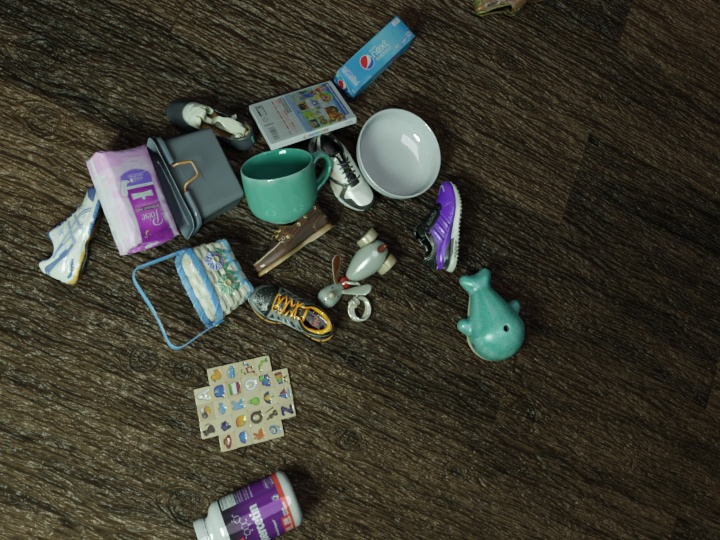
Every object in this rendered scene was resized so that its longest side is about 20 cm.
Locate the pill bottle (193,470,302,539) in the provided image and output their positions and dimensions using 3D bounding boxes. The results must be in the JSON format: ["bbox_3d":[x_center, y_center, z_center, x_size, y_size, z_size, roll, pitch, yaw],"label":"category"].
[{"bbox_3d":[-0.218,0.480,1.419,0.197,0.112,0.114,-23,87,-15],"label":"pill bottle"}]

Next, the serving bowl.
[{"bbox_3d":[0.076,-0.250,1.619,0.196,0.066,0.205,5,76,-20],"label":"serving bowl"}]

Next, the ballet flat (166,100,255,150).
[{"bbox_3d":[-0.313,-0.316,1.543,0.197,0.073,0.074,22,77,-9],"label":"ballet flat"}]

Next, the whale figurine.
[{"bbox_3d":[0.287,0.096,1.601,0.156,0.104,0.204,-16,85,-14],"label":"whale figurine"}]

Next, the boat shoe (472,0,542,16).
[{"bbox_3d":[0.364,-0.645,1.756,0.195,0.072,0.070,-6,87,-4],"label":"boat shoe"}]

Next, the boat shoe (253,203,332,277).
[{"bbox_3d":[-0.151,-0.066,1.542,0.199,0.070,0.071,-38,98,-24],"label":"boat shoe"}]

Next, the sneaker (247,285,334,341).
[{"bbox_3d":[-0.138,0.083,1.518,0.197,0.077,0.080,23,79,-7],"label":"sneaker"}]

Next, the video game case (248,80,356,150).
[{"bbox_3d":[-0.125,-0.337,1.578,0.197,0.018,0.144,-21,53,-15],"label":"video game case"}]

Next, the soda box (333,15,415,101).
[{"bbox_3d":[0.030,-0.476,1.648,0.064,0.068,0.200,45,75,-2],"label":"soda box"}]

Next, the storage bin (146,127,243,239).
[{"bbox_3d":[-0.332,-0.192,1.491,0.133,0.145,0.203,-27,88,-26],"label":"storage bin"}]

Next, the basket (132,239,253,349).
[{"bbox_3d":[-0.328,0.035,1.448,0.198,0.139,0.178,-31,89,-24],"label":"basket"}]

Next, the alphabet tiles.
[{"bbox_3d":[-0.236,0.272,1.502,0.196,0.006,0.170,-11,85,-15],"label":"alphabet tiles"}]

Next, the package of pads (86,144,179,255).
[{"bbox_3d":[-0.452,-0.142,1.451,0.120,0.075,0.204,-22,93,-49],"label":"package of pads"}]

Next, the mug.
[{"bbox_3d":[-0.148,-0.170,1.511,0.181,0.153,0.116,-5,122,4],"label":"mug"}]

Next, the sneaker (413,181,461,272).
[{"bbox_3d":[0.167,-0.102,1.621,0.097,0.070,0.205,5,80,-10],"label":"sneaker"}]

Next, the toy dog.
[{"bbox_3d":[0.000,0.000,1.552,0.130,0.096,0.203,27,76,-7],"label":"toy dog"}]

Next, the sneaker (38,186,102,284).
[{"bbox_3d":[-0.569,-0.080,1.443,0.087,0.075,0.204,17,77,-9],"label":"sneaker"}]

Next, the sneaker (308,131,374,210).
[{"bbox_3d":[-0.040,-0.215,1.587,0.074,0.080,0.201,-42,94,-17],"label":"sneaker"}]
